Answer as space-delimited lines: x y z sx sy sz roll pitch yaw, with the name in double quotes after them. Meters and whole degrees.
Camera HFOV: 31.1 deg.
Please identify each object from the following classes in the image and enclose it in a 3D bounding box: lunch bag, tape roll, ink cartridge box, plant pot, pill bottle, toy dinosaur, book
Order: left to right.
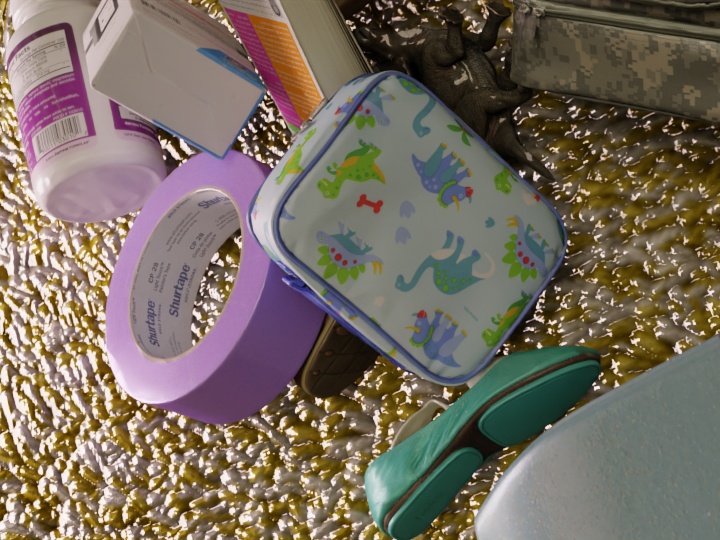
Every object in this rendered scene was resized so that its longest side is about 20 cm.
-0.239 -0.152 1.101 0.112 0.112 0.202 -24 68 17 "pill bottle"
-0.152 -0.170 1.019 0.068 0.115 0.200 -55 24 13 "ink cartridge box"
-0.111 0.012 0.987 0.199 0.065 0.202 -23 56 40 "tape roll"
-0.052 -0.166 0.952 0.048 0.201 0.133 -38 31 -16 "book"
0.030 -0.027 0.894 0.161 0.200 0.082 -53 20 -7 "lunch bag"
0.085 -0.135 0.973 0.200 0.077 0.103 47 140 15 "toy dinosaur"
0.200 -0.203 0.860 0.199 0.139 0.169 17 119 28 "lunch bag"
0.186 0.174 0.783 0.199 0.196 0.197 -24 68 26 "plant pot"

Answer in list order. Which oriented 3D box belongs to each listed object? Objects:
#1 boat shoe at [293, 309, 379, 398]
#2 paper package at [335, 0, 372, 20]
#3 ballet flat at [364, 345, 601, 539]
0.000 -0.001 0.979 0.067 0.072 0.201 23 84 38 "boat shoe"
-0.011 -0.309 0.974 0.200 0.103 0.191 -38 99 -5 "paper package"
0.077 0.105 0.918 0.200 0.067 0.071 -42 50 8 "ballet flat"
